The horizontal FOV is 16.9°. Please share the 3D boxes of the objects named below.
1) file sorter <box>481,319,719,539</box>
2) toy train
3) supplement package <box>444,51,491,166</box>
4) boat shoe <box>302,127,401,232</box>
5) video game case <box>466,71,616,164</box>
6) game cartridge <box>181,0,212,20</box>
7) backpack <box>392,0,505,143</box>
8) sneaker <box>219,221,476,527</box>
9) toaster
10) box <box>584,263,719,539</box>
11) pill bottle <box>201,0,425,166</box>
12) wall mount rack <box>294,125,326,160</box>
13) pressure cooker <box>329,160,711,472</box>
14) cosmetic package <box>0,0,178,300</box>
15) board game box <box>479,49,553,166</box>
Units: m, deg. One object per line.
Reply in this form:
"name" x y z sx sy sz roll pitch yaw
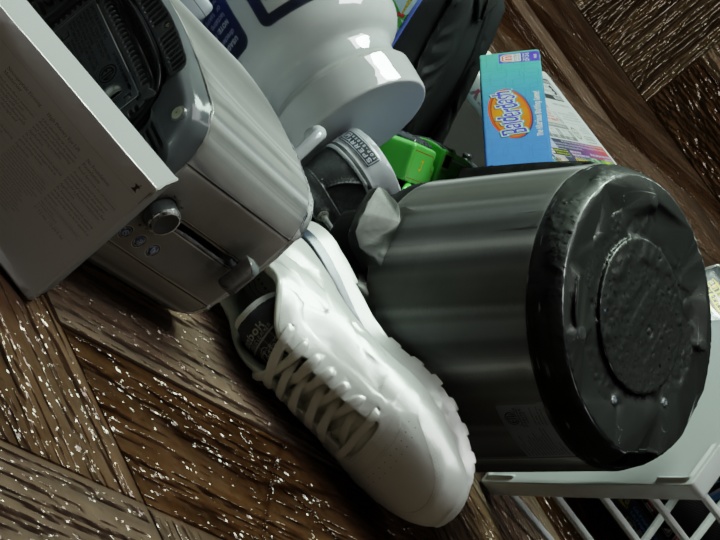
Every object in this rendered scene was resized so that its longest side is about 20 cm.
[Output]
"file sorter" 0.204 0.122 1.483 0.125 0.139 0.200 51 -28 -20
"toy train" 0.042 -0.059 1.597 0.042 0.057 0.200 20 2 16
"supplement package" 0.100 -0.056 1.849 0.200 0.121 0.120 51 16 8
"boat shoe" 0.002 0.001 1.487 0.074 0.068 0.199 46 -16 34
"video game case" 0.152 -0.079 1.781 0.182 0.023 0.200 53 17 14
"game cartridge" -0.177 -0.223 1.446 0.200 0.040 0.133 53 -18 -16
"backpack" -0.002 -0.156 1.623 0.147 0.200 0.183 32 11 14
"sneaker" -0.018 0.058 1.296 0.200 0.076 0.080 51 26 21
"toaster" -0.109 -0.071 1.239 0.129 0.114 0.200 41 14 -47
"box" 0.234 0.133 1.629 0.050 0.199 0.200 -15 60 -35
"pill bottle" -0.048 -0.166 1.486 0.200 0.116 0.116 60 16 18
"wall mount rack" -0.103 -0.091 1.409 0.200 0.075 0.174 49 -24 -8
"pressure cooker" 0.077 0.029 1.385 0.178 0.200 0.176 -12 95 -52
"cosmetic package" -0.181 -0.090 1.116 0.200 0.083 0.051 50 14 -1
"board game box" 0.106 -0.034 1.574 0.200 0.045 0.152 -87 171 -62
